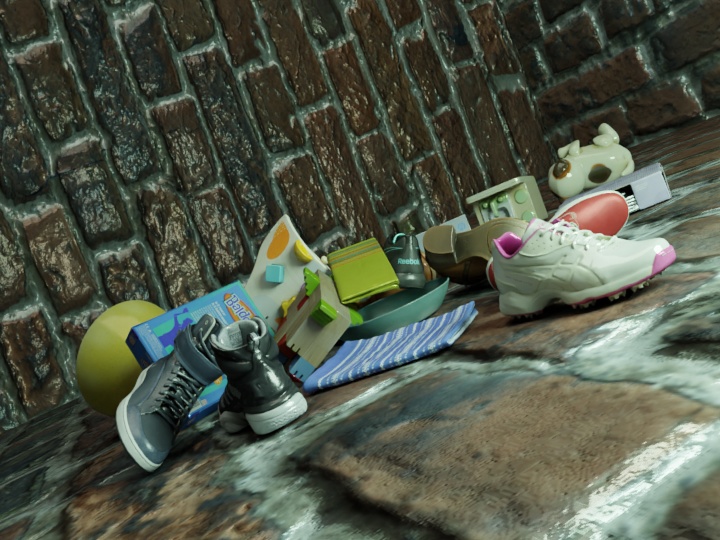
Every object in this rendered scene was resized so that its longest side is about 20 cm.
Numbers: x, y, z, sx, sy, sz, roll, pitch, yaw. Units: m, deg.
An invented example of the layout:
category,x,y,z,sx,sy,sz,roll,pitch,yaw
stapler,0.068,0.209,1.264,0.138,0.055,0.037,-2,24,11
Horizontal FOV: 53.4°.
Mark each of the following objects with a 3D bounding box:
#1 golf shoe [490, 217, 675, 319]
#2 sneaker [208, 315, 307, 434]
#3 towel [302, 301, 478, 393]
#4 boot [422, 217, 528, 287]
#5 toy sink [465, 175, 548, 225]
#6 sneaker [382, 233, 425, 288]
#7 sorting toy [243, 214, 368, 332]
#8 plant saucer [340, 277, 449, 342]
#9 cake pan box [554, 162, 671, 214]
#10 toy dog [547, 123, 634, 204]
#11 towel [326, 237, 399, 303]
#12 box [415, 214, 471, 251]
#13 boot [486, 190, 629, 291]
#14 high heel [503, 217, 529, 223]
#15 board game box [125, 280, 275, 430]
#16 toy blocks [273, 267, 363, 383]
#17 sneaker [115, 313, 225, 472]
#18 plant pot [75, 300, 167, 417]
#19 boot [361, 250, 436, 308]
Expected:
category,x,y,z,sx,sy,sz,roll,pitch,yaw
golf shoe,0.203,-0.012,0.697,0.074,0.094,0.198,-23,3,-41
sneaker,-0.127,0.114,0.796,0.074,0.116,0.199,-23,3,-27
towel,0.036,0.090,0.852,0.196,0.024,0.144,-22,4,26
boot,0.192,-0.012,1.055,0.194,0.079,0.155,-1,-19,17
toy sink,0.333,-0.135,1.605,0.128,0.115,0.199,-21,-1,23
sneaker,0.066,-0.017,1.110,0.073,0.082,0.200,-1,3,-7
sorting toy,-0.108,0.053,1.151,0.180,0.199,0.107,-45,15,10
plant saucer,0.047,0.065,1.063,0.196,0.037,0.200,-23,4,2
cake pan box,0.435,-0.123,1.230,0.181,0.053,0.200,-24,2,23
toy dog,0.557,-0.241,1.771,0.196,0.142,0.195,-21,40,-5
towel,0.000,0.000,1.038,0.084,0.018,0.200,-20,20,-1
box,0.146,-0.034,1.404,0.153,0.042,0.200,-23,-15,5
boot,0.250,-0.029,0.857,0.197,0.073,0.144,-32,3,3
high heel,0.264,-0.043,1.158,0.140,0.074,0.197,4,-2,-41
board game box,-0.218,0.117,1.047,0.198,0.153,0.045,-25,-17,-44
toy blocks,-0.077,0.085,0.975,0.138,0.099,0.200,-51,13,8
sneaker,-0.208,0.134,0.852,0.145,0.077,0.203,-36,22,9
plant pot,-0.350,0.165,1.197,0.140,0.206,0.198,13,27,39
boot,0.037,0.040,1.261,0.152,0.075,0.200,-24,-9,-29
